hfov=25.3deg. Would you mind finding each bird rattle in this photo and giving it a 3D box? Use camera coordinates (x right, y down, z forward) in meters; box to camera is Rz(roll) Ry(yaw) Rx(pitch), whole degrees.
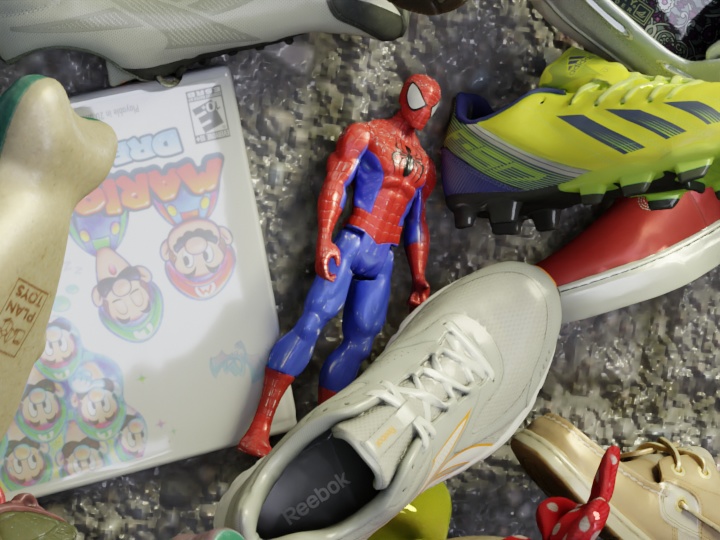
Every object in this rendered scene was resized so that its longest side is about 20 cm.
[{"bbox_3d":[0.042,0.161,0.747,0.163,0.199,0.114,-34,116,-41],"label":"bird rattle"}]

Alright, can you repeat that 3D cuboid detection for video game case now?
[{"bbox_3d":[-0.141,0.012,0.760,0.198,0.024,0.184,-13,103,-14],"label":"video game case"}]

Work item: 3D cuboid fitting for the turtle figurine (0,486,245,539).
[{"bbox_3d":[-0.143,0.148,0.682,0.150,0.199,0.101,-42,112,-46],"label":"turtle figurine"}]

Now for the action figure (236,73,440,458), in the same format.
[{"bbox_3d":[0.000,0.000,0.777,0.065,0.052,0.202,21,83,-27],"label":"action figure"}]

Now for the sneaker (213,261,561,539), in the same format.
[{"bbox_3d":[0.020,0.068,0.707,0.200,0.092,0.076,-44,85,-12],"label":"sneaker"}]

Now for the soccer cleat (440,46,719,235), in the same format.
[{"bbox_3d":[0.114,-0.068,0.739,0.064,0.199,0.085,7,78,-45],"label":"soccer cleat"}]

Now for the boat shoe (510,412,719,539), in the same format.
[{"bbox_3d":[0.161,0.123,0.844,0.200,0.074,0.069,38,85,-27],"label":"boat shoe"}]

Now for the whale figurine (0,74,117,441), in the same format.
[{"bbox_3d":[-0.186,0.003,0.677,0.103,0.159,0.201,31,87,21],"label":"whale figurine"}]

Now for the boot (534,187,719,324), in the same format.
[{"bbox_3d":[0.147,-0.070,0.810,0.199,0.072,0.145,-28,99,-11],"label":"boot"}]

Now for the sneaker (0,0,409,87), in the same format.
[{"bbox_3d":[-0.076,-0.122,0.738,0.198,0.074,0.080,5,107,-10],"label":"sneaker"}]

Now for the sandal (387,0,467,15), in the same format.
[{"bbox_3d":[-0.006,-0.200,0.714,0.054,0.082,0.200,-23,62,-44],"label":"sandal"}]

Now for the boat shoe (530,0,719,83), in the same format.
[{"bbox_3d":[0.168,-0.105,0.747,0.200,0.072,0.070,30,84,-2],"label":"boat shoe"}]
